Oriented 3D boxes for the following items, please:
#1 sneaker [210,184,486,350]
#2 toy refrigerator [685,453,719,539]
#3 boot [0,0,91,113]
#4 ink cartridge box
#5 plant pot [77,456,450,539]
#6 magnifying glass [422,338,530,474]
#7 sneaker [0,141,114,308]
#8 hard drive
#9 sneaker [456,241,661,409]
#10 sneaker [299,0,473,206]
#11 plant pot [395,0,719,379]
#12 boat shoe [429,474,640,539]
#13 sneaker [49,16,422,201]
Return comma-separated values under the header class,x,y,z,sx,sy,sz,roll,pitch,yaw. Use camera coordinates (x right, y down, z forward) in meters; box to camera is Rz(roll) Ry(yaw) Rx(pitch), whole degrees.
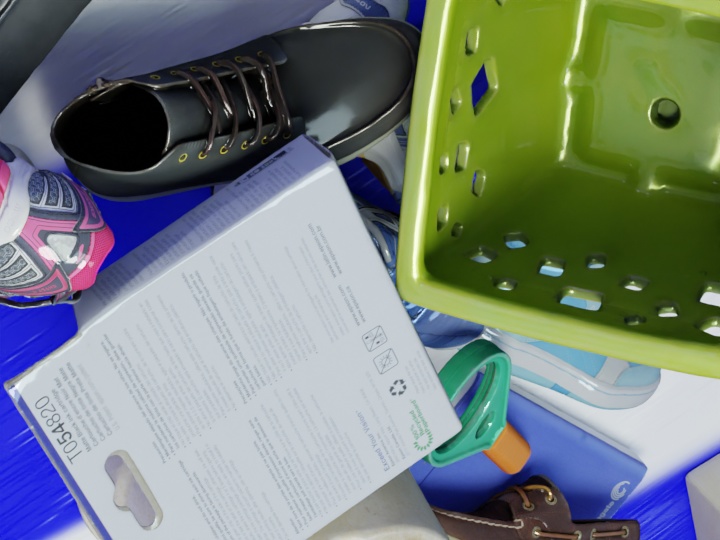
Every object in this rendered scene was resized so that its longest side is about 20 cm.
class,x,y,z,sx,sy,sz,roll,pitch,yaw
sneaker,0.000,0.000,1.297,0.199,0.077,0.076,29,103,-33
toy refrigerator,0.301,0.220,1.694,0.070,0.076,0.201,-30,134,-12
boot,-0.144,-0.129,1.126,0.165,0.066,0.200,36,96,-37
ink cartridge box,-0.065,0.063,1.172,0.200,0.041,0.200,-35,127,-13
plant pot,-0.040,0.148,1.327,0.199,0.184,0.201,-18,131,-22
magnifying glass,0.074,0.094,1.391,0.080,0.022,0.200,-55,160,-5
sneaker,-0.163,-0.013,1.103,0.074,0.200,0.081,26,89,-7
hard drive,0.094,0.147,1.531,0.200,0.025,0.132,30,103,-44
sneaker,0.145,0.009,1.423,0.199,0.080,0.131,17,113,-42
sneaker,0.037,-0.083,1.281,0.088,0.075,0.200,-43,136,1
plant pot,0.145,-0.077,1.210,0.181,0.198,0.201,-39,140,-64
boat shoe,0.108,0.169,1.501,0.199,0.072,0.072,18,81,-30
sneaker,-0.057,-0.080,1.156,0.199,0.106,0.075,-19,89,1
